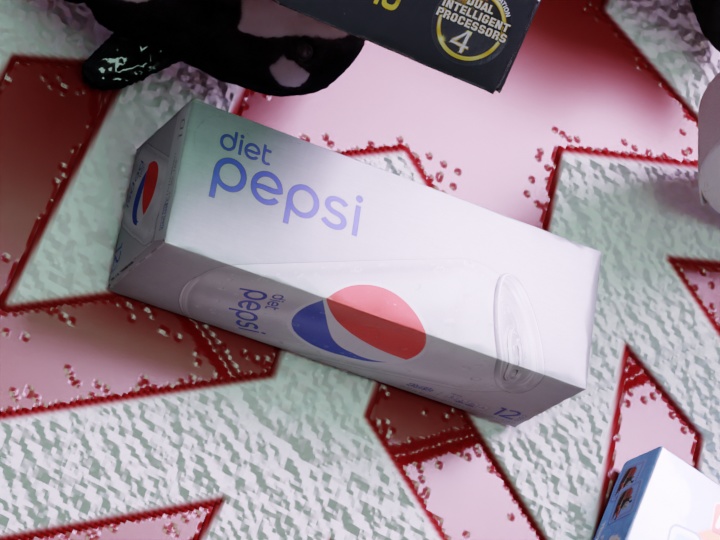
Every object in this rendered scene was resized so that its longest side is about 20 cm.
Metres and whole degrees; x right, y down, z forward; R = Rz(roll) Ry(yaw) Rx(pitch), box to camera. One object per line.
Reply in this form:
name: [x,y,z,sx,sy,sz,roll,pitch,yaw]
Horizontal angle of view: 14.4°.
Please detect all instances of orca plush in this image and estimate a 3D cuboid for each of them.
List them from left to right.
orca plush: [-0.100,-0.108,1.173,0.199,0.105,0.071,22,95,-26]

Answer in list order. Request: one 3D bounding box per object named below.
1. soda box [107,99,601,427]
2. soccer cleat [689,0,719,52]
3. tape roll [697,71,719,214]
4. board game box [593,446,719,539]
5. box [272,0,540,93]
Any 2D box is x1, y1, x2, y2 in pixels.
soda box: [0.000,0.000,1.189,0.199,0.063,0.069,20,64,-21]
soccer cleat: [0.139,-0.194,1.345,0.080,0.068,0.201,-13,84,-4]
tape roll: [0.249,-0.057,1.267,0.202,0.203,0.037,12,66,-24]
board game box: [0.146,0.198,1.212,0.151,0.037,0.201,33,59,-14]
box: [-0.029,-0.143,1.159,0.160,0.200,0.049,20,103,-19]
